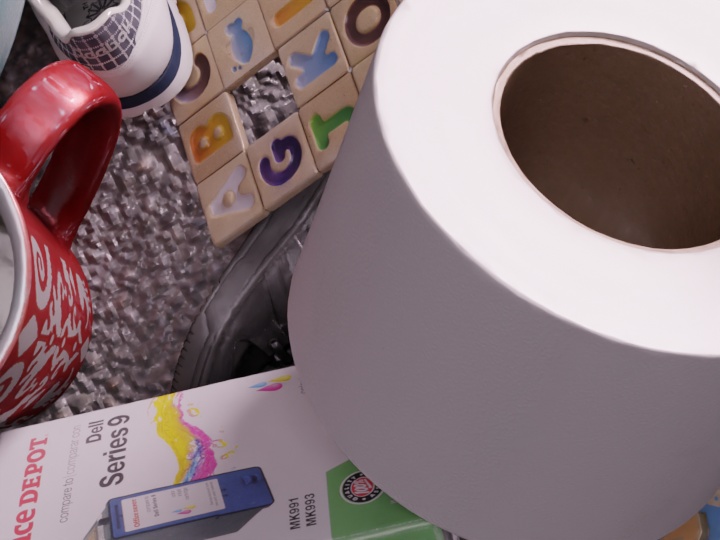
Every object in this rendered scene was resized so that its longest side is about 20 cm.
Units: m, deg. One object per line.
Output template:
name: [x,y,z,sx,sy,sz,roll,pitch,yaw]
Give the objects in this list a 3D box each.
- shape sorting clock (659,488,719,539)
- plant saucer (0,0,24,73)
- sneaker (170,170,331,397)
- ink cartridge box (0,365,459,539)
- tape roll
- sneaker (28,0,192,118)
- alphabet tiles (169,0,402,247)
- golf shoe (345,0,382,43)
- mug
shape sorting clock: [0.169,0.052,0.806,0.199,0.039,0.201,-14,64,32]
plant saucer: [-0.192,-0.143,0.838,0.036,0.200,0.201,7,82,-31]
sneaker: [0.000,0.001,0.856,0.104,0.060,0.201,28,82,10]
ink cartridge box: [-0.059,0.120,0.786,0.199,0.146,0.088,-14,117,4]
tape roll: [0.082,-0.008,0.714,0.201,0.140,0.204,10,49,-11]
sneaker: [-0.141,-0.170,0.862,0.076,0.080,0.201,-32,66,7]
alphabet tiles: [-0.035,-0.137,0.841,0.167,0.008,0.201,-34,62,28]
golf shoe: [0.080,-0.131,0.853,0.199,0.092,0.076,-22,81,-1]
mug: [-0.168,0.006,0.794,0.177,0.200,0.134,-20,82,0]
